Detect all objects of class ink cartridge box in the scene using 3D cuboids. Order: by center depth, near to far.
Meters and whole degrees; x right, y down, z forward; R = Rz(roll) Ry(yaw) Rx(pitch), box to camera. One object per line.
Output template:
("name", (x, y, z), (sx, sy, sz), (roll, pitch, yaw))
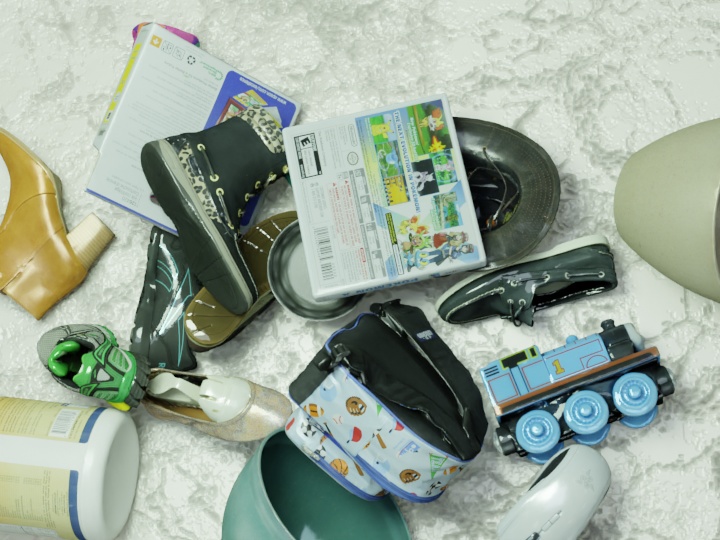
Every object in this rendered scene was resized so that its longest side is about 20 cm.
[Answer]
("ink cartridge box", (-0.187, -0.138, 1.652), (0.197, 0.047, 0.200), (27, 81, -27))

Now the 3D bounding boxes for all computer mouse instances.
("computer mouse", (0.177, 0.259, 1.509), (0.110, 0.044, 0.200), (40, 86, -1))

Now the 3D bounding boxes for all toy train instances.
("toy train", (0.224, 0.124, 1.567), (0.200, 0.087, 0.114), (-22, 69, 4))

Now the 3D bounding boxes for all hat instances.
("hat", (0.115, -0.071, 1.622), (0.200, 0.081, 0.201), (-3, 66, 6))

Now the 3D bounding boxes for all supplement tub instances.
("supplement tub", (-0.350, 0.209, 1.602), (0.200, 0.144, 0.145), (5, 79, 10))

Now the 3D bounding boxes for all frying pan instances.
("frying pan", (-0.007, -0.016, 1.605), (0.190, 0.031, 0.115), (-21, 83, 3))

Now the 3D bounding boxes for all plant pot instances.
("plant pot", (-0.064, 0.280, 1.533), (0.134, 0.200, 0.200), (-46, 74, 24))

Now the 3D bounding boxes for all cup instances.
("cup", (0.348, -0.067, 1.550), (0.143, 0.200, 0.201), (9, 78, 39))

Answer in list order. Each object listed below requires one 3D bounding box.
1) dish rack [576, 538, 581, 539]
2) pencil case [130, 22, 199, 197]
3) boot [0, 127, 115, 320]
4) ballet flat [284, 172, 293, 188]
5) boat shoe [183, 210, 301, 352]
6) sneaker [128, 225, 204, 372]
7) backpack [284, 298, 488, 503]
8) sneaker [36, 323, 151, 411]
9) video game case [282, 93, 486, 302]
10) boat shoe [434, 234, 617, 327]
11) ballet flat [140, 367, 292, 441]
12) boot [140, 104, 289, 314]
("dish rack", (0.186, 0.389, 1.534), (0.200, 0.044, 0.172), (-31, 76, 1))
("pencil case", (-0.240, -0.179, 1.704), (0.088, 0.088, 0.200), (11, 78, 11))
("boot", (-0.391, -0.053, 1.703), (0.144, 0.071, 0.201), (-44, 80, -6))
("ballet flat", (-0.010, -0.077, 1.659), (0.072, 0.072, 0.200), (-43, 79, -2))
("boat shoe", (-0.124, 0.011, 1.644), (0.073, 0.065, 0.200), (45, 63, 3))
("sneaker", (-0.206, 0.018, 1.670), (0.079, 0.075, 0.200), (10, 84, -5))
("backpack", (0.030, 0.150, 1.540), (0.190, 0.200, 0.154), (37, 116, 9))
("sneaker", (-0.302, 0.091, 1.616), (0.200, 0.085, 0.078), (12, 78, 55))
("video game case", (0.023, -0.078, 1.575), (0.182, 0.022, 0.200), (-12, 68, 2))
("boat shoe", (0.181, 0.027, 1.599), (0.199, 0.075, 0.066), (-18, 64, -5))
("ballet flat", (-0.164, 0.138, 1.589), (0.200, 0.067, 0.068), (1, 57, 35))
("boot", (-0.125, -0.071, 1.601), (0.154, 0.073, 0.204), (-29, 90, -34))
